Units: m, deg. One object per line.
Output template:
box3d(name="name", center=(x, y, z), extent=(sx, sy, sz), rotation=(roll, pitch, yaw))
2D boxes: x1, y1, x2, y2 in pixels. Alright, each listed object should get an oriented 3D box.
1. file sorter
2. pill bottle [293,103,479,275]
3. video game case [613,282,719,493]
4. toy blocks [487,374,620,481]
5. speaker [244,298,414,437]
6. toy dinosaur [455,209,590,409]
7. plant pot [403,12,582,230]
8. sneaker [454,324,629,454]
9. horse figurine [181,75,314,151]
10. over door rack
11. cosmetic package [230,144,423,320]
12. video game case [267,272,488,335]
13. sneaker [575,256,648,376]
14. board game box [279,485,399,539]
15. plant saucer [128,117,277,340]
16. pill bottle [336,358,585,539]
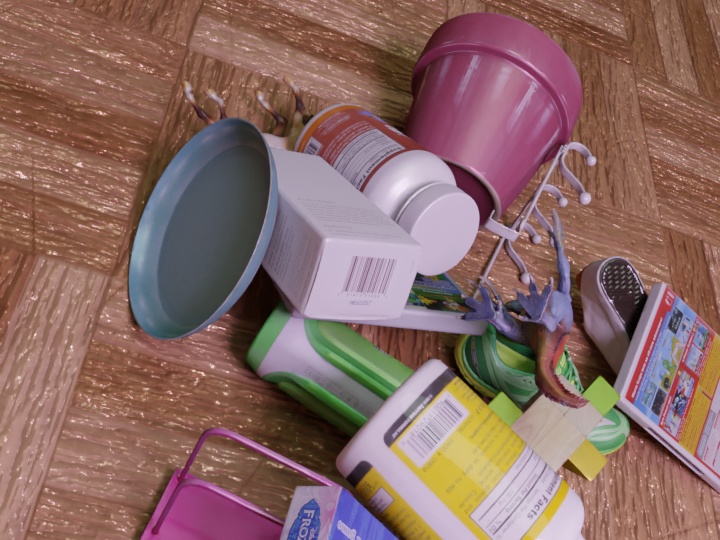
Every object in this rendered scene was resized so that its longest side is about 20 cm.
box3d(name="file sorter", center=(-0.099, 0.233, 0.586), extent=(0.138, 0.126, 0.201), rotation=(27, 49, -5))
box3d(name="pill bottle", center=(0.024, -0.080, 0.840), extent=(0.111, 0.113, 0.200), rotation=(-11, 36, -32))
box3d(name="video game case", center=(0.356, 0.129, 0.899), extent=(0.199, 0.017, 0.144), rotation=(39, 65, -20))
box3d(name="toy blocks", center=(0.123, 0.176, 0.739), extent=(0.200, 0.137, 0.100), rotation=(-40, 78, -22))
box3d(name="speaker", center=(-0.002, 0.104, 0.757), extent=(0.199, 0.089, 0.089), rotation=(34, 48, -1))
box3d(name="toy dinosaur", center=(0.154, 0.050, 0.765), extent=(0.181, 0.104, 0.202), rotation=(28, 46, -56))
box3d(name="plant pot", center=(0.130, -0.154, 0.954), extent=(0.199, 0.200, 0.180), rotation=(30, 64, -4))
box3d(name="sneaker", center=(0.187, 0.117, 0.844), extent=(0.199, 0.084, 0.074), rotation=(32, 48, -3))
box3d(name="horse figurine", center=(-0.108, -0.139, 0.900), extent=(0.198, 0.050, 0.134), rotation=(-12, 75, -40))
box3d(name="over door rack", center=(0.176, -0.035, 0.909), extent=(0.066, 0.148, 0.200), rotation=(39, 48, 12))
box3d(name="cosmetic package", center=(-0.043, -0.038, 0.743), extent=(0.101, 0.075, 0.200), rotation=(5, 25, -34))
box3d(name="video game case", center=(0.000, 0.000, 0.814), extent=(0.198, 0.022, 0.183), rotation=(8, 25, -27))
box3d(name="sneaker", center=(0.301, 0.081, 0.942), extent=(0.072, 0.085, 0.202), rotation=(-22, 90, -15))
box3d(name="board game box", center=(-0.003, 0.275, 0.542), extent=(0.200, 0.041, 0.201), rotation=(51, 43, -39))
box3d(name="plant saucer", center=(-0.134, -0.034, 0.731), extent=(0.027, 0.199, 0.202), rotation=(24, 45, -40))
box3d(name="pill bottle", center=(0.086, 0.169, 0.601), extent=(0.200, 0.112, 0.111), rotation=(45, 49, 11))
